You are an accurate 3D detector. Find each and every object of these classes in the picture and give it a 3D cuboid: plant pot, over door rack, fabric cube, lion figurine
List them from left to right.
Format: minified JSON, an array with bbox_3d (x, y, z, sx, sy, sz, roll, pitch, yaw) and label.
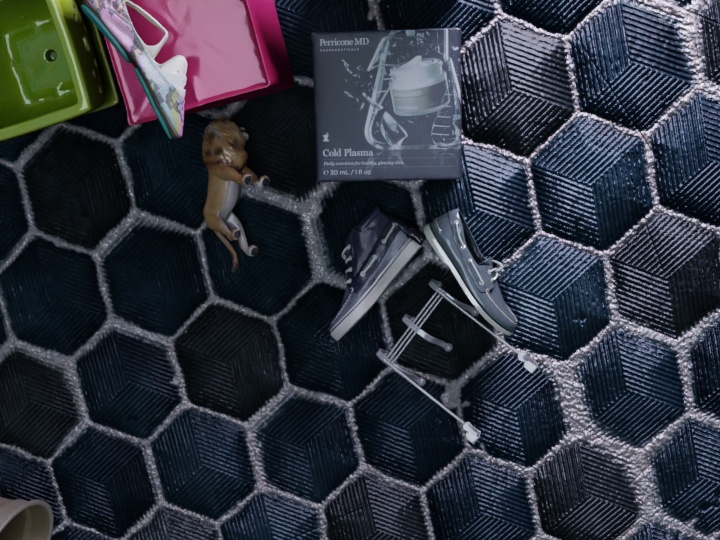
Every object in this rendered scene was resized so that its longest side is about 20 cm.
[{"bbox_3d":[-0.613,0.418,1.472,0.182,0.200,0.202,20,103,13],"label":"plant pot"},{"bbox_3d":[-0.454,-0.289,1.303,0.199,0.182,0.200,-14,99,9],"label":"plant pot"},{"bbox_3d":[-0.218,-0.314,1.265,0.199,0.199,0.197,-13,101,8],"label":"fabric cube"},{"bbox_3d":[-0.194,-0.111,1.368,0.122,0.072,0.201,31,113,34],"label":"lion figurine"},{"bbox_3d":[0.140,0.130,1.378,0.200,0.067,0.148,40,104,18],"label":"over door rack"}]

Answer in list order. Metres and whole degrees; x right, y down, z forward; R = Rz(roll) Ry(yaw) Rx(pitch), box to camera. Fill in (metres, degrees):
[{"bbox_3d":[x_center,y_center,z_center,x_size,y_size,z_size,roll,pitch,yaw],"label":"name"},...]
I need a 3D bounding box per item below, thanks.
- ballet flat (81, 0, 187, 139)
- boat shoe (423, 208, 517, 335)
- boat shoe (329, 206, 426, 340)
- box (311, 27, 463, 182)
[{"bbox_3d":[-0.256,-0.259,1.151,0.071,0.069,0.201,-34,97,-8],"label":"ballet flat"},{"bbox_3d":[0.170,0.002,1.355,0.062,0.073,0.200,-37,91,15],"label":"boat shoe"},{"bbox_3d":[0.000,0.000,1.378,0.093,0.075,0.200,40,95,4],"label":"boat shoe"},{"bbox_3d":[0.040,-0.225,1.297,0.198,0.124,0.198,-1,99,6],"label":"box"}]
